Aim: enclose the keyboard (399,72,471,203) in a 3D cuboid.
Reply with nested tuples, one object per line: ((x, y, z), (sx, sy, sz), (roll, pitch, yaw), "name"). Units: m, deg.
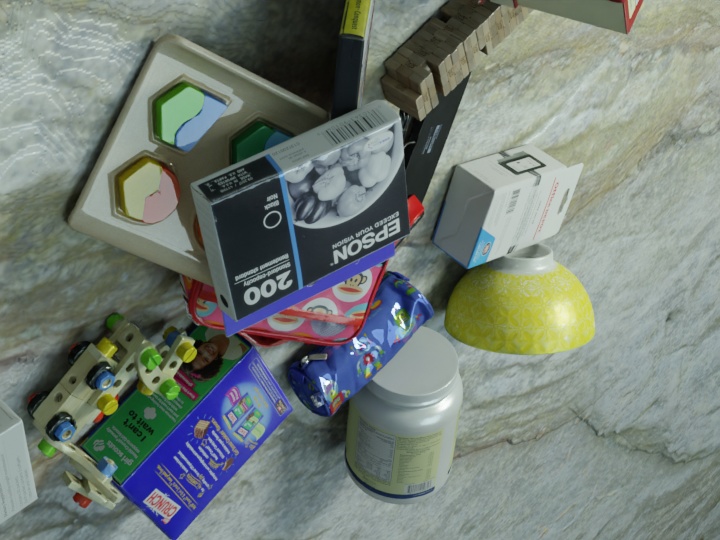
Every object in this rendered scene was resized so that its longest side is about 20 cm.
((0.064, -0.150, 1.644), (0.127, 0.021, 0.202), (-19, 134, -54), "keyboard")

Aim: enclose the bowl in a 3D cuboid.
((0.208, 0.025, 1.881), (0.199, 0.199, 0.109), (-20, 116, -45), "bowl")

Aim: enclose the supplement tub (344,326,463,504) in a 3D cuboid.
((0.055, 0.182, 1.841), (0.144, 0.145, 0.201), (-32, 143, -34), "supplement tub")

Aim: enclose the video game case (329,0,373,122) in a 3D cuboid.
((-0.009, -0.184, 1.390), (0.182, 0.025, 0.201), (-82, 179, -50), "video game case")

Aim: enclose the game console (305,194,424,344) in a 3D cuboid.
((0.000, 0.000, 1.622), (0.200, 0.031, 0.177), (-49, 180, 1), "game console")

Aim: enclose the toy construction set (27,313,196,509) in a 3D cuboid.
((-0.247, 0.131, 1.418), (0.202, 0.092, 0.131), (-63, 150, -7), "toy construction set")

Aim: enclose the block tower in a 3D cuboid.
((0.109, -0.253, 1.567), (0.200, 0.058, 0.054), (-47, 150, -16), "block tower")

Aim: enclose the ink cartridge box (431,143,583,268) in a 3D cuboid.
((0.189, -0.087, 1.838), (0.199, 0.068, 0.117), (-18, 136, -46), "ink cartridge box")

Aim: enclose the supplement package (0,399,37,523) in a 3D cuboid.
((-0.393, 0.185, 1.232), (0.199, 0.109, 0.115), (-34, 144, -31), "supplement package")

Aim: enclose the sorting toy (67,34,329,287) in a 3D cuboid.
((-0.142, -0.089, 1.311), (0.184, 0.036, 0.201), (23, 104, -31), "sorting toy")

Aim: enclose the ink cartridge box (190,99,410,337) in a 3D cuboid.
((-0.047, -0.036, 1.337), (0.197, 0.043, 0.201), (-26, 138, -18), "ink cartridge box")

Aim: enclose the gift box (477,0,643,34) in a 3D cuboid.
((0.202, -0.358, 1.457), (0.201, 0.185, 0.185), (-60, 156, -21), "gift box")

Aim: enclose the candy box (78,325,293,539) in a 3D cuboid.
((-0.182, 0.170, 1.555), (0.200, 0.077, 0.170), (-48, 151, -14), "candy box")

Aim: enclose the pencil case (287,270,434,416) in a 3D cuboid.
((-0.002, 0.086, 1.729), (0.200, 0.078, 0.087), (-44, 135, -18), "pencil case")

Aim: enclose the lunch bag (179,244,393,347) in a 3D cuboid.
((-0.080, -0.001, 1.457), (0.198, 0.082, 0.178), (9, 117, -25), "lunch bag")
